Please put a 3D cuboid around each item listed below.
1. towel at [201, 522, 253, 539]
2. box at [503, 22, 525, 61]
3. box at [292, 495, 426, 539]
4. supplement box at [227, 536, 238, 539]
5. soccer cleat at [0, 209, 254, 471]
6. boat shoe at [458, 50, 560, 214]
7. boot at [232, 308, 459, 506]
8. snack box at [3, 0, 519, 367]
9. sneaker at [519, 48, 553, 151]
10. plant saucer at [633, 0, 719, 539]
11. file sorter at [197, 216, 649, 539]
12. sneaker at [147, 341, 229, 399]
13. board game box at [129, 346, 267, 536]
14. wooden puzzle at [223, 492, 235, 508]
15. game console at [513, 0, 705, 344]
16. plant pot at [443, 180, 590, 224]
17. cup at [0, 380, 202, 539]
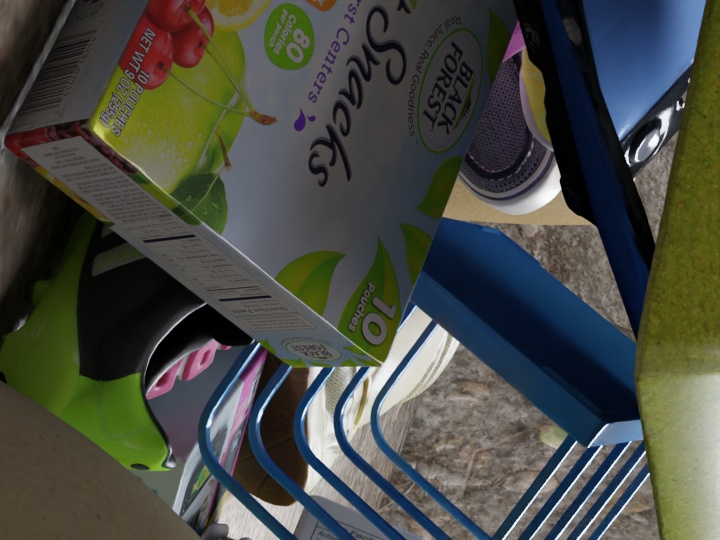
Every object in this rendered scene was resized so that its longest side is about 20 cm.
[{"bbox_3d":[-0.077,0.190,0.847,0.200,0.034,0.133,94,18,-72],"label":"towel"},{"bbox_3d":[0.055,-0.196,0.845,0.201,0.096,0.176,-68,-165,-18],"label":"box"},{"bbox_3d":[-0.020,0.211,0.826,0.078,0.095,0.200,106,8,-50],"label":"box"},{"bbox_3d":[-0.105,0.255,1.019,0.109,0.109,0.200,101,9,-52],"label":"supplement box"},{"bbox_3d":[-0.064,-0.019,0.676,0.068,0.081,0.201,95,15,-66],"label":"soccer cleat"},{"bbox_3d":[0.043,-0.124,0.960,0.093,0.075,0.201,32,31,-48],"label":"boat shoe"},{"bbox_3d":[0.000,0.000,0.917,0.155,0.073,0.201,-31,133,-50],"label":"boot"},{"bbox_3d":[-0.018,-0.087,0.638,0.142,0.053,0.201,40,60,-35],"label":"snack box"},{"bbox_3d":[0.124,-0.139,0.806,0.201,0.075,0.076,-64,177,20],"label":"sneaker"},{"bbox_3d":[0.145,-0.004,0.667,0.200,0.048,0.201,68,34,-57],"label":"plant saucer"},{"bbox_3d":[0.042,0.063,0.793,0.123,0.139,0.200,-54,160,12],"label":"file sorter"},{"bbox_3d":[-0.063,-0.024,0.757,0.200,0.087,0.074,-40,171,-31],"label":"sneaker"},{"bbox_3d":[-0.110,0.135,0.828,0.148,0.064,0.201,-54,163,-70],"label":"board game box"},{"bbox_3d":[-0.063,0.022,1.004,0.185,0.046,0.201,-7,111,-83],"label":"wooden puzzle"},{"bbox_3d":[0.127,-0.060,0.695,0.171,0.118,0.200,-46,154,-10],"label":"game console"},{"bbox_3d":[0.083,-0.105,1.167,0.186,0.199,0.187,20,90,-83],"label":"plant pot"},{"bbox_3d":[-0.101,0.140,0.555,0.200,0.143,0.201,19,90,-83],"label":"cup"}]
